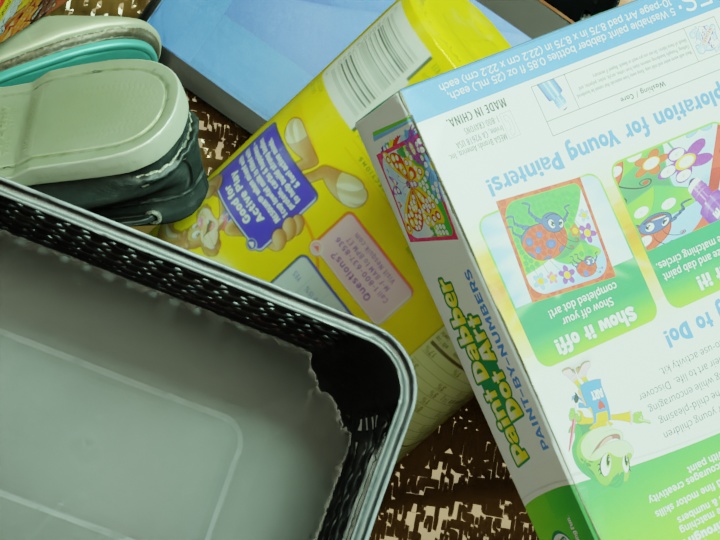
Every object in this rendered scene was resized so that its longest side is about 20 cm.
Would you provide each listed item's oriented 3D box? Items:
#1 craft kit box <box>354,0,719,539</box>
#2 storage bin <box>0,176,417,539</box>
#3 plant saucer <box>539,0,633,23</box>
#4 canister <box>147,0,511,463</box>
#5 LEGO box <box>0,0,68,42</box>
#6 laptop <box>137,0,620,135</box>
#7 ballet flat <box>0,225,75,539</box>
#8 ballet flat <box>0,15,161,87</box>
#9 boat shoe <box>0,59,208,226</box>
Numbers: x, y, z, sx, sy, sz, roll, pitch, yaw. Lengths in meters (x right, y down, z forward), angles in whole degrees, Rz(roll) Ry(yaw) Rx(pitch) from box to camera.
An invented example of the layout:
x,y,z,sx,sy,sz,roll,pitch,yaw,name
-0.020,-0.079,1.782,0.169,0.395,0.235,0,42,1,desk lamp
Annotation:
x,y,z,sx,sy,sz,roll,pitch,yaw,name
0.123,-0.002,1.055,0.199,0.048,0.198,-21,83,-30,craft kit box
-0.095,0.061,1.030,0.199,0.094,0.136,22,78,-10,storage bin
0.127,-0.128,1.221,0.199,0.032,0.202,0,82,2,plant saucer
0.000,0.000,1.138,0.200,0.086,0.149,-41,81,20,canister
-0.209,-0.175,1.134,0.200,0.149,0.077,38,121,4,LEGO box
0.014,-0.138,1.158,0.177,0.200,0.103,35,52,12,laptop
-0.144,0.079,1.096,0.068,0.063,0.201,0,82,-16,ballet flat
-0.183,-0.070,1.207,0.199,0.069,0.070,-30,82,-2,ballet flat
-0.150,-0.040,1.135,0.198,0.066,0.075,-8,49,21,boat shoe
